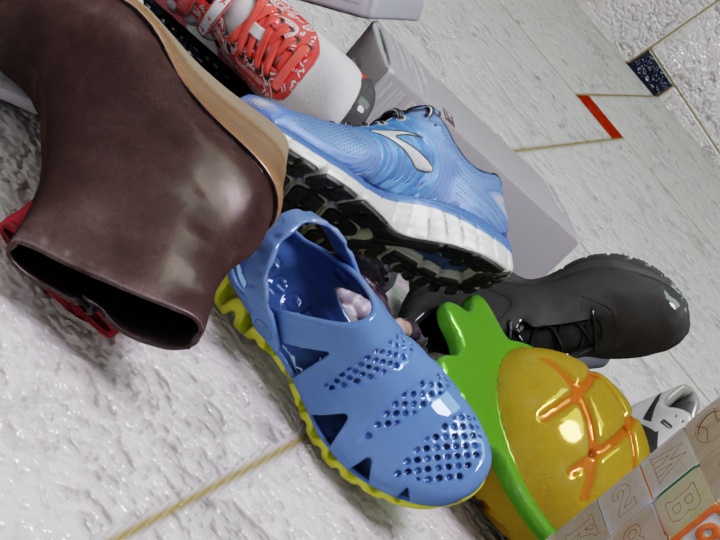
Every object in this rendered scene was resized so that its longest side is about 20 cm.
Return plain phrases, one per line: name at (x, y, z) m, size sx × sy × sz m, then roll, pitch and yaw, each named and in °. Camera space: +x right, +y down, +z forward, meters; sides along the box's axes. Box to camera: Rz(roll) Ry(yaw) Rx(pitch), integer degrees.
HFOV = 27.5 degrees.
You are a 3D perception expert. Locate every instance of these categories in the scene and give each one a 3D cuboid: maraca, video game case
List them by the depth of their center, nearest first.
maraca at (0.106, 0.100, 0.889) m, size 0.200 × 0.106 × 0.138 m, roll 45°, pitch 31°, yaw -28°
video game case at (-0.054, -0.224, 1.127) m, size 0.181 × 0.023 × 0.200 m, roll 17°, pitch 12°, yaw 9°

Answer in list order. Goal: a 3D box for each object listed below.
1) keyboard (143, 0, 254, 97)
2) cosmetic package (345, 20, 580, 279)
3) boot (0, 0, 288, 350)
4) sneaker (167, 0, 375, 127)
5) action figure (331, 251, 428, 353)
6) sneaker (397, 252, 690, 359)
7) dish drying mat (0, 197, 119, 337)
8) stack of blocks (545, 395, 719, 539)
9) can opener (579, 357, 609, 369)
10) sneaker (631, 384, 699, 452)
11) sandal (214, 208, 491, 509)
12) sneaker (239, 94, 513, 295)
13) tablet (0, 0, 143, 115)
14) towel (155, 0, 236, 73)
keyboard at (-0.087, -0.110, 0.950) m, size 0.200 × 0.040 × 0.105 m, roll 40°, pitch 36°, yaw -24°
cosmetic package at (0.059, -0.073, 1.070) m, size 0.199 × 0.090 × 0.107 m, roll 36°, pitch 18°, yaw -23°
boot at (-0.133, -0.062, 0.709) m, size 0.199 × 0.073 × 0.167 m, roll 30°, pitch 38°, yaw -4°
sneaker at (-0.066, -0.147, 0.940) m, size 0.108 × 0.067 × 0.202 m, roll 38°, pitch 10°, yaw -32°
action figure at (0.000, 0.000, 0.924) m, size 0.130 × 0.069 × 0.200 m, roll 50°, pitch 34°, yaw -17°
sneaker at (0.116, 0.038, 0.970) m, size 0.091 × 0.198 × 0.077 m, roll -55°, pitch 139°, yaw -52°
dish drying mat at (-0.125, -0.026, 0.780) m, size 0.077 × 0.018 × 0.200 m, roll 46°, pitch 21°, yaw -6°
stack of blocks at (0.148, 0.169, 0.727) m, size 0.115 × 0.200 × 0.059 m, roll 39°, pitch 19°, yaw -23°
can opener at (0.135, 0.060, 1.110) m, size 0.067 × 0.053 × 0.199 m, roll 56°, pitch 21°, yaw 21°
sneaker at (0.240, 0.153, 1.116) m, size 0.074 × 0.088 × 0.201 m, roll 41°, pitch 23°, yaw -22°
sandal at (-0.006, 0.043, 0.780) m, size 0.200 × 0.087 × 0.079 m, roll 45°, pitch 64°, yaw 8°
sneaker at (0.004, -0.057, 0.857) m, size 0.199 × 0.078 × 0.090 m, roll 23°, pitch 58°, yaw -30°
tablet at (-0.179, -0.152, 0.852) m, size 0.129 × 0.014 × 0.201 m, roll 23°, pitch 35°, yaw -31°
towel at (-0.102, -0.155, 1.055) m, size 0.199 × 0.023 × 0.145 m, roll 36°, pitch 23°, yaw -30°
